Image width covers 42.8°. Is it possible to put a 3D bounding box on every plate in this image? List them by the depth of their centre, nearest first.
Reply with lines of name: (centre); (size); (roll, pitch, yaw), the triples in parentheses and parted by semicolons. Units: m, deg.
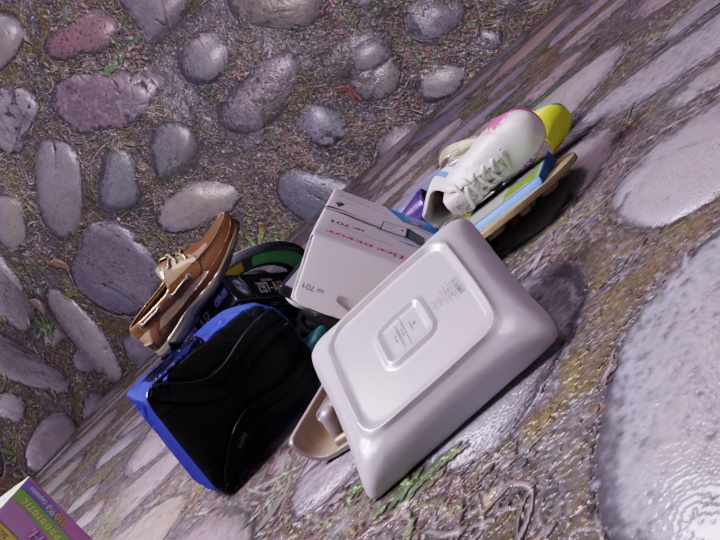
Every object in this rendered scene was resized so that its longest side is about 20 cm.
plate: (0.045, 0.058, 0.773); (0.200, 0.032, 0.200); (-42, 33, 8)

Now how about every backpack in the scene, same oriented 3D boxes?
backpack: (-0.165, 0.135, 1.116); (0.200, 0.163, 0.167); (-43, 20, -23)

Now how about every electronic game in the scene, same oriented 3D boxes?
electronic game: (-0.156, 0.034, 1.318); (0.198, 0.042, 0.201); (-26, -32, -17)

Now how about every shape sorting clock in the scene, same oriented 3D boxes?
shape sorting clock: (0.168, -0.068, 1.053); (0.199, 0.039, 0.200); (-41, 5, 5)

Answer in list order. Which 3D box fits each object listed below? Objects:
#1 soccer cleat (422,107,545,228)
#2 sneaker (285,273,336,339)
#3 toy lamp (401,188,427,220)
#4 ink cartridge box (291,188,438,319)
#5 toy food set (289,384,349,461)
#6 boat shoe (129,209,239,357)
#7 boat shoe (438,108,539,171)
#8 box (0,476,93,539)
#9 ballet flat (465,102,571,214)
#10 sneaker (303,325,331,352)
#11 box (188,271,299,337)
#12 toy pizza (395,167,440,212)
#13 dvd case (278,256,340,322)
soccer cleat: (0.142, -0.110, 1.071); (0.200, 0.070, 0.087); (-40, 16, 54)
sneaker: (-0.061, 0.062, 1.241); (0.116, 0.076, 0.200); (-50, -22, 16)
toy lamp: (0.148, -0.134, 1.403); (0.199, 0.058, 0.058); (-37, 10, 22)
ink cartridge box: (0.012, -0.011, 1.064); (0.200, 0.144, 0.087); (-74, 4, -72)
toy food set: (0.023, 0.088, 0.888); (0.199, 0.061, 0.144); (-36, 11, 32)
boat shoe: (-0.224, 0.012, 1.163); (0.202, 0.073, 0.076); (-61, 20, -2)
boat shoe: (0.200, -0.164, 1.299); (0.199, 0.071, 0.067); (-19, 59, 32)
box: (-0.376, 0.351, 1.014); (0.199, 0.176, 0.097); (-35, 11, 38)
ballet flat: (0.199, -0.135, 1.198); (0.200, 0.066, 0.068); (-39, 30, 40)
sneaker: (-0.110, 0.123, 1.234); (0.199, 0.080, 0.078); (-35, 12, 38)
box: (-0.154, 0.073, 1.278); (0.199, 0.044, 0.161); (-5, -39, -54)
toy pizza: (0.128, -0.132, 1.548); (0.200, 0.032, 0.200); (-40, 10, 8)
dvd case: (0.000, 0.000, 1.178); (0.200, 0.141, 0.018); (-53, -16, -49)
